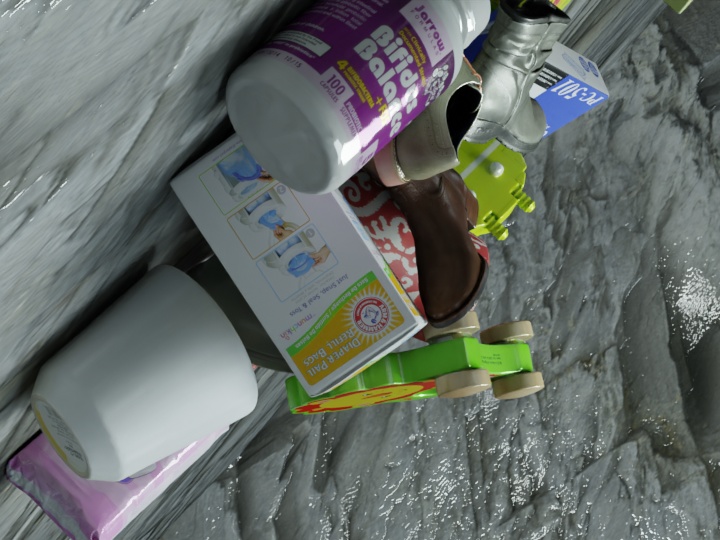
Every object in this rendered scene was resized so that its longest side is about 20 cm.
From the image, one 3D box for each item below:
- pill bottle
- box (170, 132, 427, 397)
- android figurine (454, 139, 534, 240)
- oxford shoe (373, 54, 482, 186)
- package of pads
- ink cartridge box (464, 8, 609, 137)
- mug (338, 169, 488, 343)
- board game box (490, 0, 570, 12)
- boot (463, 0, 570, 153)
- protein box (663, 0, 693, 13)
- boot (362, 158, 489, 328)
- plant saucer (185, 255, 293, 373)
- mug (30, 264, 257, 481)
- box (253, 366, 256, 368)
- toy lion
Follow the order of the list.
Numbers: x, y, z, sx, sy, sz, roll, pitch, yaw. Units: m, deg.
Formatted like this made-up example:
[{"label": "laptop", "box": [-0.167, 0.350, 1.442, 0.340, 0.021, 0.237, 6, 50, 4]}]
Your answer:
[{"label": "pill bottle", "box": [0.005, -0.154, 1.115, 0.200, 0.112, 0.112, -44, 173, -28]}, {"label": "box", "box": [-0.045, -0.011, 1.194, 0.101, 0.201, 0.112, -34, 174, 4]}, {"label": "android figurine", "box": [0.084, -0.111, 1.529, 0.182, 0.200, 0.041, -42, 169, -27]}, {"label": "oxford shoe", "box": [0.068, -0.146, 1.213, 0.071, 0.073, 0.201, 60, 36, -45]}, {"label": "package of pads", "box": [-0.234, 0.172, 1.486, 0.200, 0.120, 0.076, -43, 172, -34]}, {"label": "ink cartridge box", "box": [0.152, -0.184, 1.465, 0.094, 0.044, 0.200, -31, 156, 26]}, {"label": "mug", "box": [-0.004, -0.003, 1.351, 0.133, 0.199, 0.178, 5, -109, 64]}, {"label": "board game box", "box": [0.168, -0.292, 1.404, 0.102, 0.048, 0.200, -47, 165, -16]}, {"label": "boot", "box": [0.145, -0.174, 1.334, 0.131, 0.068, 0.200, -54, 161, 19]}, {"label": "protein box", "box": [0.247, -0.349, 1.147, 0.135, 0.200, 0.199, -42, 172, -40]}, {"label": "boot", "box": [0.022, -0.071, 1.232, 0.064, 0.200, 0.187, -30, -150, 21]}, {"label": "plant saucer", "box": [-0.071, 0.023, 1.414, 0.200, 0.199, 0.050, -37, 147, -59]}, {"label": "mug", "box": [-0.193, 0.107, 1.292, 0.153, 0.149, 0.187, -35, 162, -28]}, {"label": "box", "box": [-0.099, 0.020, 1.551, 0.200, 0.100, 0.096, -42, 172, -38]}, {"label": "toy lion", "box": [0.039, 0.092, 1.325, 0.191, 0.069, 0.200, -17, 168, 26]}]
